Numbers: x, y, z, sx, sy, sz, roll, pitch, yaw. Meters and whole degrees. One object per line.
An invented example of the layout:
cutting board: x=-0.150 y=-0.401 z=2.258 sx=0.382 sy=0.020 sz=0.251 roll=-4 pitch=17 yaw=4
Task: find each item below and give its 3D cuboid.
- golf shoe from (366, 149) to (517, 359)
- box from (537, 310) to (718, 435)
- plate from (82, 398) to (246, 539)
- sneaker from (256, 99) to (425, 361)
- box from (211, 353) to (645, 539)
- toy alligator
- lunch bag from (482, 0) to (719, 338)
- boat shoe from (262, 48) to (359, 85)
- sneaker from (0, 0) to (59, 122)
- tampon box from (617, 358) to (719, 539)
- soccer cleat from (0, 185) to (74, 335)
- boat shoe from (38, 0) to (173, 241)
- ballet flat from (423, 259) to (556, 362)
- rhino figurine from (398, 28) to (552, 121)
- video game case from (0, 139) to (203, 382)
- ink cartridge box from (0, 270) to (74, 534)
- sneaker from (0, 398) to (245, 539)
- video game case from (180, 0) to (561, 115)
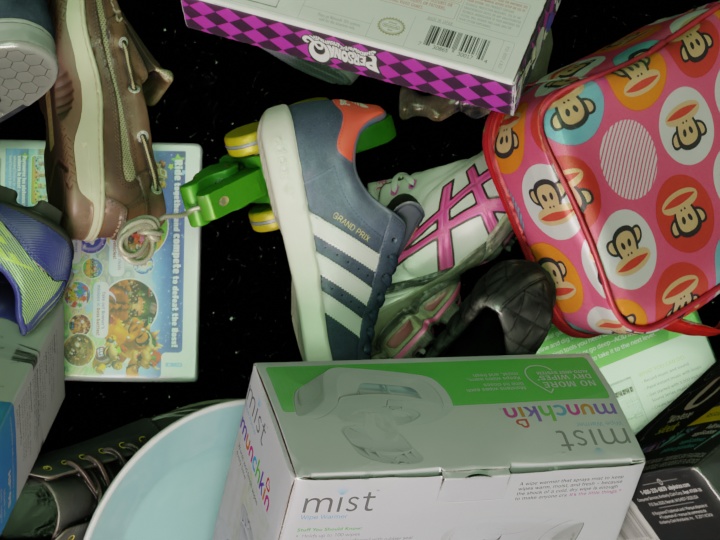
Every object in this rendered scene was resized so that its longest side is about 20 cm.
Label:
golf shoe: x=0.050 y=-0.034 z=1.366 sx=0.092 sy=0.073 sz=0.200 roll=41 pitch=87 yaw=2
box: x=0.158 y=0.111 z=1.380 sx=0.144 sy=0.036 sz=0.200 roll=-21 pitch=89 yaw=-3
plate: x=-0.081 y=0.167 z=1.333 sx=0.200 sy=0.026 sz=0.201 roll=-12 pitch=111 yaw=-33
sneaker: x=0.000 y=0.000 z=1.309 sx=0.084 sy=0.075 sz=0.201 roll=-11 pitch=100 yaw=-5
box: x=0.030 y=0.142 z=1.262 sx=0.199 sy=0.097 sz=0.177 roll=-1 pitch=129 yaw=-19
toy alligator: x=-0.069 y=-0.053 z=1.353 sx=0.200 sy=0.054 sz=0.059 roll=-26 pitch=108 yaw=-29
lunch bag: x=0.180 y=-0.048 z=1.329 sx=0.200 sy=0.082 sz=0.177 roll=-28 pitch=99 yaw=-32
boat shoe: x=-0.073 y=-0.186 z=1.374 sx=0.200 sy=0.072 sz=0.062 roll=36 pitch=81 yaw=2
sneaker: x=-0.257 y=-0.138 z=1.349 sx=0.202 sy=0.077 sz=0.147 roll=-25 pitch=55 yaw=26
tampon box: x=0.252 y=0.103 z=1.293 sx=0.200 sy=0.150 sz=0.126 roll=-39 pitch=95 yaw=-23
soccer cleat: x=-0.260 y=-0.017 z=1.298 sx=0.200 sy=0.065 sz=0.084 roll=15 pitch=60 yaw=9
boat shoe: x=-0.149 y=-0.113 z=1.366 sx=0.075 sy=0.075 sz=0.203 roll=1 pitch=74 yaw=-21
ballet flat: x=0.050 y=0.071 z=1.324 sx=0.066 sy=0.057 sz=0.200 roll=42 pitch=129 yaw=22
rhino figurine: x=0.078 y=-0.183 z=1.381 sx=0.087 sy=0.060 sz=0.201 roll=7 pitch=76 yaw=7
video game case: x=-0.196 y=-0.006 z=1.386 sx=0.199 sy=0.018 sz=0.144 roll=1 pitch=86 yaw=-1
ink cartridge box: x=-0.233 y=0.068 z=1.295 sx=0.115 sy=0.200 sz=0.067 roll=4 pitch=116 yaw=6
sneaker: x=-0.133 y=0.127 z=1.334 sx=0.200 sy=0.106 sz=0.075 roll=-18 pitch=88 yaw=-2
video game case: x=0.023 y=-0.189 z=1.322 sx=0.200 sy=0.036 sz=0.182 roll=16 pitch=59 yaw=13
